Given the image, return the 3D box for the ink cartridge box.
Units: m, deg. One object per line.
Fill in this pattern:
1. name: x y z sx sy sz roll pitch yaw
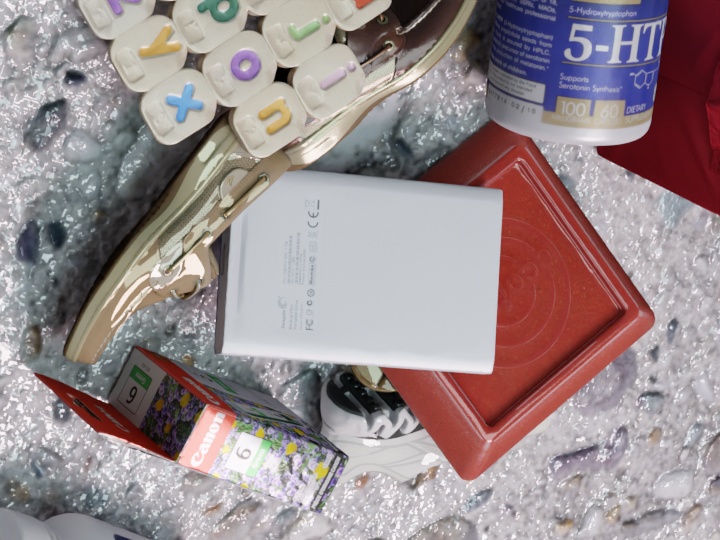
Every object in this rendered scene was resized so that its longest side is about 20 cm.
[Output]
1. ink cartridge box: -0.115 0.100 1.660 0.200 0.109 0.050 25 96 -38

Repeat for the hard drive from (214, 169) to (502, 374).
1. hard drive: 0.000 0.000 1.688 0.200 0.025 0.132 5 85 -19

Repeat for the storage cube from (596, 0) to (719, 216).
1. storage cube: 0.301 -0.148 1.787 0.200 0.180 0.171 -12 116 -30

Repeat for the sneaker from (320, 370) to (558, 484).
1. sneaker: 0.054 0.116 1.813 0.200 0.075 0.081 -2 122 -27

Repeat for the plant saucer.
1. plant saucer: 0.099 0.017 1.755 0.200 0.037 0.200 -39 100 -17

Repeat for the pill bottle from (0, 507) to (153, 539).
1. pill bottle: -0.183 0.235 1.667 0.200 0.120 0.120 27 94 -38

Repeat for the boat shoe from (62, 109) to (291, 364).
1. boat shoe: -0.124 -0.011 1.614 0.064 0.071 0.200 37 92 -9

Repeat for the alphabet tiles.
1. alphabet tiles: -0.081 -0.179 1.581 0.195 0.015 0.200 -35 106 -16

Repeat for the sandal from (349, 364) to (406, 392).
1. sandal: 0.075 0.036 1.793 0.200 0.054 0.080 -21 94 -19

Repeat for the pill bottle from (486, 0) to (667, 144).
1. pill bottle: 0.158 -0.199 1.697 0.120 0.120 0.200 -7 114 -31

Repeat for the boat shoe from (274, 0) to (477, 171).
1. boat shoe: -0.003 -0.158 1.650 0.200 0.072 0.072 -41 128 -4
